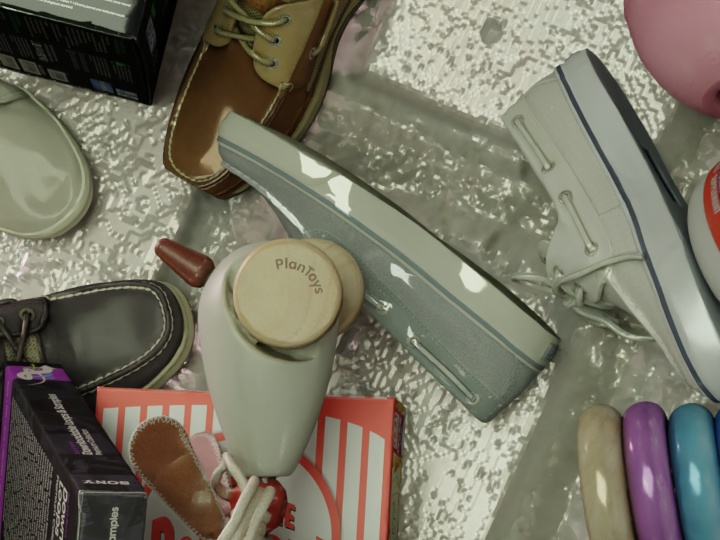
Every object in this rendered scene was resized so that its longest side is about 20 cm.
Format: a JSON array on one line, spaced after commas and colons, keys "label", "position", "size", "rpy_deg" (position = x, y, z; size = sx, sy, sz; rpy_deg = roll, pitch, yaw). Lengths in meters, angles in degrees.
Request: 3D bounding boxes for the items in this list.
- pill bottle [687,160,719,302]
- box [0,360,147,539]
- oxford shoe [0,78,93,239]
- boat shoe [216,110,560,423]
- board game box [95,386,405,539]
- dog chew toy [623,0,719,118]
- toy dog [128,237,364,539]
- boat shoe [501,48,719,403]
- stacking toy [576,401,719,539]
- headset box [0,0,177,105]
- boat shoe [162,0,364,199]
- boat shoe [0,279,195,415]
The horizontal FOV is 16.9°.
[{"label": "pill bottle", "position": [0.246, -0.051, 1.076], "size": [0.200, 0.112, 0.112], "rpy_deg": [-45, 68, 35]}, {"label": "box", "position": [-0.141, 0.138, 1.136], "size": [0.036, 0.200, 0.143], "rpy_deg": [2, 104, -17]}, {"label": "oxford shoe", "position": [-0.224, -0.089, 1.289], "size": [0.200, 0.058, 0.075], "rpy_deg": [43, 90, 17]}, {"label": "boat shoe", "position": [0.001, 0.000, 1.188], "size": [0.201, 0.070, 0.072], "rpy_deg": [37, 94, 6]}, {"label": "board game box", "position": [-0.059, 0.160, 1.188], "size": [0.151, 0.046, 0.200], "rpy_deg": [1, 79, 9]}, {"label": "dog chew toy", "position": [0.183, -0.175, 1.159], "size": [0.125, 0.125, 0.200], "rpy_deg": [-10, 68, 14]}, {"label": "toy dog", "position": [-0.068, 0.063, 1.111], "size": [0.096, 0.132, 0.200], "rpy_deg": [17, 68, 8]}, {"label": "boat shoe", "position": [0.115, -0.009, 1.158], "size": [0.086, 0.075, 0.202], "rpy_deg": [-33, 60, 16]}, {"label": "stacking toy", "position": [0.204, 0.092, 1.118], "size": [0.200, 0.085, 0.085], "rpy_deg": [-8, 77, 11]}, {"label": "headset box", "position": [-0.126, -0.202, 1.214], "size": [0.093, 0.174, 0.200], "rpy_deg": [14, 82, -1]}, {"label": "boat shoe", "position": [-0.044, -0.135, 1.236], "size": [0.076, 0.074, 0.200], "rpy_deg": [28, 88, 20]}, {"label": "boat shoe", "position": [-0.184, 0.051, 1.244], "size": [0.200, 0.065, 0.072], "rpy_deg": [-15, 75, 12]}]
